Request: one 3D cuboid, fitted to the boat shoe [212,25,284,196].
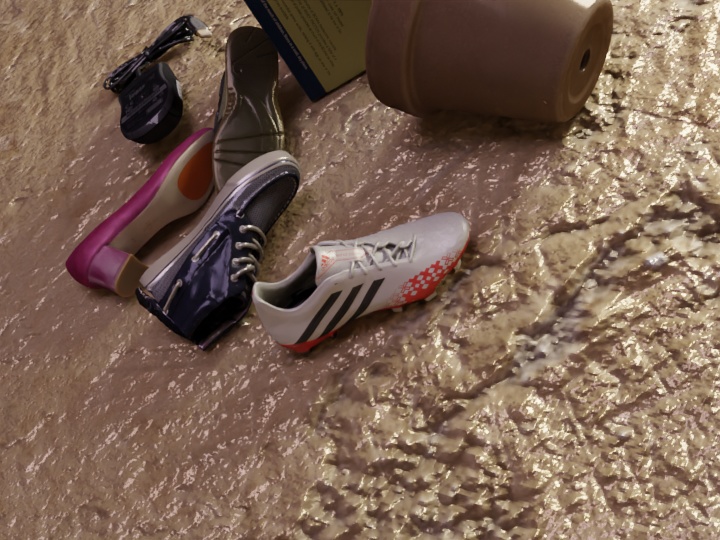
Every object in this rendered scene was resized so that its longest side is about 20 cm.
[{"bbox_3d":[-0.113,-0.144,1.298,0.071,0.066,0.204,2,71,-7],"label":"boat shoe"}]

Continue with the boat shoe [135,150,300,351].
[{"bbox_3d":[-0.112,-0.014,1.195,0.200,0.075,0.093,-47,53,-1],"label":"boat shoe"}]

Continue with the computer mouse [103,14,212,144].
[{"bbox_3d":[-0.209,-0.207,1.422,0.140,0.046,0.200,-39,33,4],"label":"computer mouse"}]

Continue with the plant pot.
[{"bbox_3d":[0.126,-0.216,1.140,0.173,0.201,0.202,23,68,23],"label":"plant pot"}]

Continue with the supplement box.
[{"bbox_3d":[-0.023,-0.321,1.285,0.198,0.200,0.135,-29,46,9],"label":"supplement box"}]

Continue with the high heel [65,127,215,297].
[{"bbox_3d":[-0.220,-0.067,1.303,0.095,0.067,0.202,19,77,38],"label":"high heel"}]

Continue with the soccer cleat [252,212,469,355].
[{"bbox_3d":[0.000,0.000,1.096,0.198,0.085,0.069,-28,45,10],"label":"soccer cleat"}]
